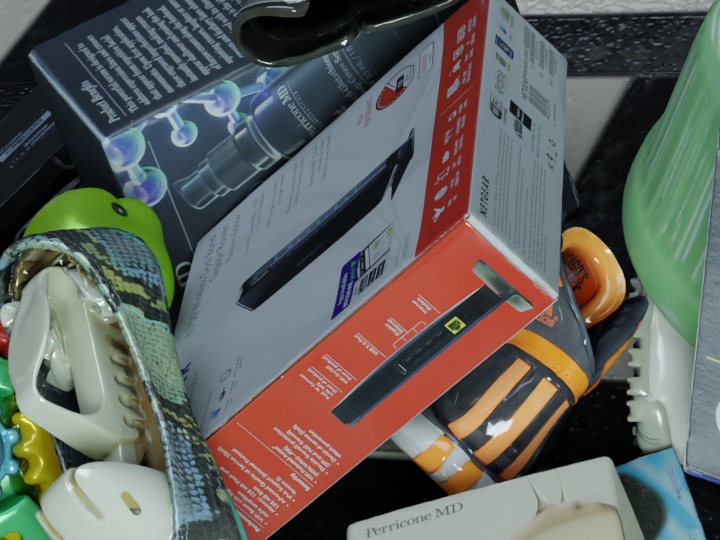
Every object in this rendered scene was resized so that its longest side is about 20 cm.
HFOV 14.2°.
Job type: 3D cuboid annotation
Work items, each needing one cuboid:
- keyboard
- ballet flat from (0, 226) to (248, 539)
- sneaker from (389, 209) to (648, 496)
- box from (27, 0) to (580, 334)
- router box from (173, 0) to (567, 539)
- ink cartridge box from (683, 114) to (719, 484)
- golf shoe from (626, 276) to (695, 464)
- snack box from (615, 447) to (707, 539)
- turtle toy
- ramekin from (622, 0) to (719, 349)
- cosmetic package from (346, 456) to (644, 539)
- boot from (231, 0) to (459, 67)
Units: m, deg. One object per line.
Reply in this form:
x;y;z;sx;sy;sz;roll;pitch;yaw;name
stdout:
-0.153;-0.054;1.434;0.200;0.021;0.127;-45;32;-6;keyboard
-0.092;0.068;1.044;0.074;0.074;0.200;-21;55;-1;ballet flat
0.056;0.030;1.152;0.112;0.078;0.200;-47;17;-1;sneaker
-0.024;-0.063;1.310;0.200;0.149;0.107;-28;34;-10;box
0.000;0.000;1.135;0.179;0.049;0.200;-41;19;23;router box
0.197;0.052;0.992;0.047;0.200;0.198;-10;21;-42;ink cartridge box
0.171;0.008;1.181;0.097;0.078;0.200;8;44;26;golf shoe
0.084;0.154;1.050;0.116;0.037;0.200;-19;34;4;snack box
-0.136;0.052;1.151;0.101;0.146;0.200;-11;45;32;turtle toy
0.209;-0.040;1.131;0.200;0.098;0.200;7;44;-7;ramekin
0.054;0.162;0.958;0.103;0.073;0.200;-17;37;9;cosmetic package
0.035;-0.155;1.231;0.200;0.068;0.131;-24;38;7;boot
